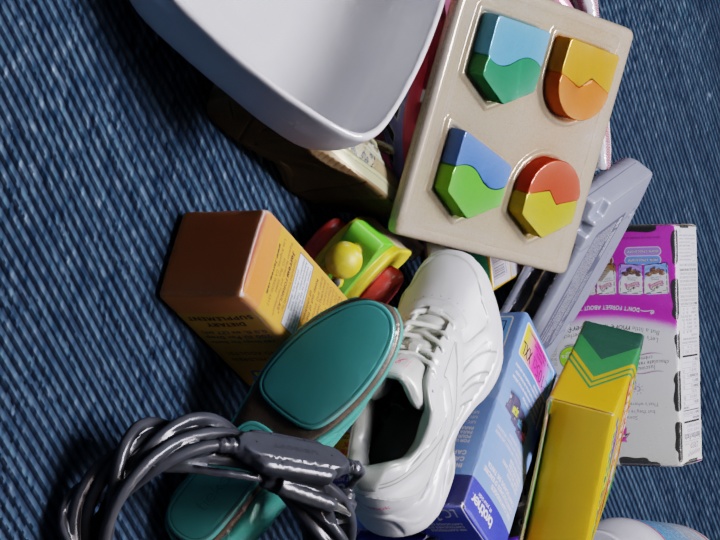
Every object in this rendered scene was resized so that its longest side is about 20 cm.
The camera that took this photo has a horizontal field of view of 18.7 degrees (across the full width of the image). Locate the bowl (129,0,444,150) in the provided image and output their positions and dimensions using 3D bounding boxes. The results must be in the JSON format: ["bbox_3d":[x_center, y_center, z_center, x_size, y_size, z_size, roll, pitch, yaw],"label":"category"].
[{"bbox_3d":[-0.053,-0.180,1.371,0.200,0.075,0.200,39,49,-19],"label":"bowl"}]

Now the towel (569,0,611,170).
[{"bbox_3d":[0.148,-0.158,1.717,0.200,0.030,0.147,-148,-131,-73],"label":"towel"}]

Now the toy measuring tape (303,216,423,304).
[{"bbox_3d":[0.000,0.000,1.540,0.200,0.073,0.074,1,88,-79],"label":"toy measuring tape"}]

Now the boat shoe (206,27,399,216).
[{"bbox_3d":[-0.027,-0.094,1.467,0.200,0.073,0.063,40,57,-53],"label":"boat shoe"}]

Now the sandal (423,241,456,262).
[{"bbox_3d":[0.054,0.039,1.632,0.203,0.050,0.083,82,5,-49],"label":"sandal"}]

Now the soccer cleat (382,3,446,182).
[{"bbox_3d":[0.028,-0.149,1.516,0.067,0.076,0.200,-31,127,-39],"label":"soccer cleat"}]

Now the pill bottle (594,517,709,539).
[{"bbox_3d":[0.237,0.269,1.896,0.200,0.109,0.109,17,73,-60],"label":"pill bottle"}]

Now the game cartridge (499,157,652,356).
[{"bbox_3d":[0.160,0.005,1.743,0.133,0.041,0.200,-25,147,-56],"label":"game cartridge"}]

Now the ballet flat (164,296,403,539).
[{"bbox_3d":[-0.045,0.100,1.373,0.200,0.067,0.070,-49,159,-5],"label":"ballet flat"}]

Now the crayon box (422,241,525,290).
[{"bbox_3d":[0.090,-0.092,1.698,0.119,0.058,0.201,-27,112,-59],"label":"crayon box"}]

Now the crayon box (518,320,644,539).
[{"bbox_3d":[0.159,0.131,1.594,0.200,0.051,0.127,-51,153,-66],"label":"crayon box"}]

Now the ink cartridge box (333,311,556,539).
[{"bbox_3d":[0.044,0.128,1.519,0.076,0.136,0.200,57,41,-41],"label":"ink cartridge box"}]

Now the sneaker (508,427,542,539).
[{"bbox_3d":[0.112,0.170,1.705,0.200,0.069,0.100,-68,148,-42],"label":"sneaker"}]

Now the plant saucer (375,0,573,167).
[{"bbox_3d":[0.072,-0.134,1.593,0.200,0.051,0.201,-4,99,-23],"label":"plant saucer"}]

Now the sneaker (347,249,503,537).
[{"bbox_3d":[0.041,0.068,1.426,0.099,0.078,0.200,64,37,-61],"label":"sneaker"}]

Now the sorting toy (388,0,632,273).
[{"bbox_3d":[0.113,-0.099,1.536,0.200,0.036,0.186,12,95,-46],"label":"sorting toy"}]

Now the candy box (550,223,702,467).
[{"bbox_3d":[0.212,0.062,1.832,0.061,0.136,0.201,0,90,-62],"label":"candy box"}]

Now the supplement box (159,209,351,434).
[{"bbox_3d":[-0.050,0.037,1.427,0.200,0.066,0.069,47,49,-50],"label":"supplement box"}]

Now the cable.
[{"bbox_3d":[-0.095,0.167,1.303,0.200,0.051,0.164,11,107,-32],"label":"cable"}]
